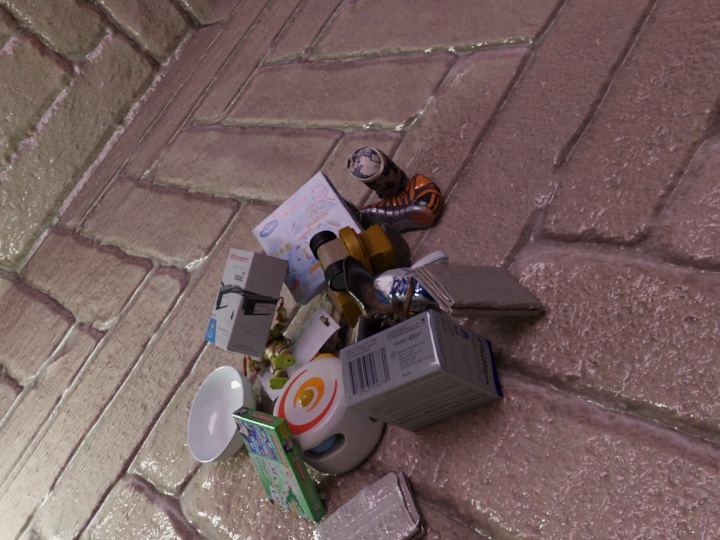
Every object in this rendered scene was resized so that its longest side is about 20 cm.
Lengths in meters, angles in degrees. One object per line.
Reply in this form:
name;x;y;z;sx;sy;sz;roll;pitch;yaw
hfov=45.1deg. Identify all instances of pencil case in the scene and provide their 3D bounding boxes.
pencil case;0.035;-0.207;1.855;0.089;0.200;0.079;-5;81;18

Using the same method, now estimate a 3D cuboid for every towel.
towel;0.011;0.424;1.404;0.200;0.034;0.133;-41;34;11
towel;0.196;0.035;1.450;0.133;0.198;0.035;52;132;51

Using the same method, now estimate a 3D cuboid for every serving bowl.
serving bowl;-0.275;0.301;1.787;0.199;0.066;0.202;-29;50;41

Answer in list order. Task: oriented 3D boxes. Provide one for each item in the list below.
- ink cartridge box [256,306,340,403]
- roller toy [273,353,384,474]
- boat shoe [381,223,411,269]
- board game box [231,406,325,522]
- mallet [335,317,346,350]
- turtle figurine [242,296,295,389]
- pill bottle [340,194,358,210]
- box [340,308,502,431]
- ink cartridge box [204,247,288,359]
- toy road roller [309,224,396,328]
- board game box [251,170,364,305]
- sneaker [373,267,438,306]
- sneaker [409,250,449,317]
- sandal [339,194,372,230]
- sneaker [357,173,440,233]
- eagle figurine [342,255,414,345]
ink cartridge box;-0.115;0.179;1.765;0.200;0.050;0.109;-47;34;-1
roller toy;-0.059;0.254;1.551;0.182;0.140;0.201;10;63;50
boat shoe;0.053;-0.023;1.759;0.073;0.074;0.201;-43;26;21
board game box;-0.144;0.339;1.517;0.029;0.201;0.134;-34;25;-35
mallet;-0.039;0.075;1.799;0.065;0.041;0.201;-12;52;38
turtle figurine;-0.175;0.168;1.740;0.201;0.064;0.162;-61;29;19
pill bottle;-0.088;-0.068;1.916;0.119;0.120;0.201;11;65;51
box;0.099;0.167;1.400;0.183;0.200;0.106;-26;56;28
ink cartridge box;-0.230;0.061;1.743;0.144;0.084;0.202;10;84;62
toy road roller;0.000;0.000;1.682;0.145;0.201;0.123;-24;48;-5
board game box;-0.100;-0.067;1.804;0.200;0.041;0.200;-38;69;12
sneaker;0.105;0.026;1.574;0.198;0.088;0.076;3;78;18
sneaker;0.103;0.051;1.652;0.200;0.073;0.071;-46;57;6
sandal;-0.036;-0.099;1.848;0.082;0.055;0.200;-42;75;-7
sneaker;0.089;-0.142;1.850;0.199;0.078;0.113;-1;50;35
eagle figurine;0.023;0.075;1.509;0.199;0.151;0.152;21;77;52
